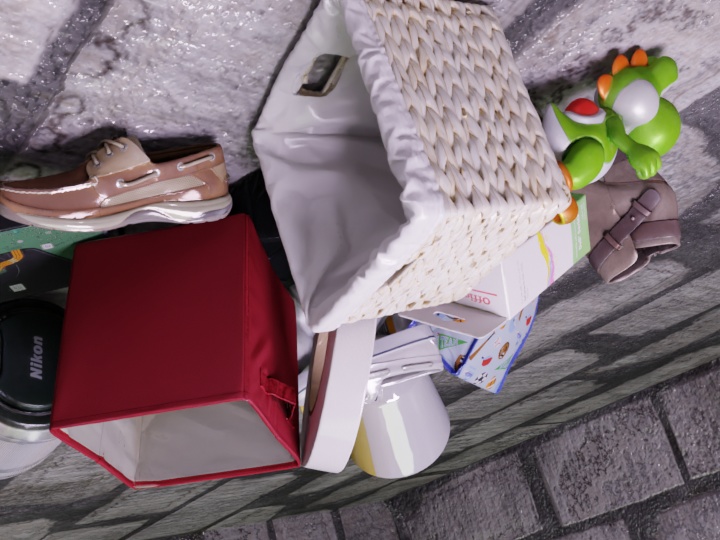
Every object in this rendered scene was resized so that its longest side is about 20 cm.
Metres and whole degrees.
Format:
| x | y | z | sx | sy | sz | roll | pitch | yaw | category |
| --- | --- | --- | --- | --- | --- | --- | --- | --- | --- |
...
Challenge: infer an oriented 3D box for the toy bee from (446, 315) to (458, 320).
| x | y | z | sx | sy | sz | roll | pitch | yaw | category |
| --- | --- | --- | --- | --- | --- | --- | --- | --- | --- |
| 0.055 | -0.044 | 0.912 | 0.128 | 0.110 | 0.202 | -12 | 132 | 1 | toy bee |

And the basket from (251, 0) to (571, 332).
| x | y | z | sx | sy | sz | roll | pitch | yaw | category |
| --- | --- | --- | --- | --- | --- | --- | --- | --- | --- |
| 0.032 | -0.083 | 0.647 | 0.158 | 0.203 | 0.198 | -5 | 156 | -30 | basket |

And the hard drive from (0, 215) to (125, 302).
| x | y | z | sx | sy | sz | roll | pitch | yaw | category |
| --- | --- | --- | --- | --- | --- | --- | --- | --- | --- |
| -0.324 | -0.019 | 0.758 | 0.196 | 0.038 | 0.140 | -13 | 158 | -7 | hard drive |

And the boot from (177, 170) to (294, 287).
| x | y | z | sx | sy | sz | roll | pitch | yaw | category |
| --- | --- | --- | --- | --- | --- | --- | --- | --- | --- |
| -0.084 | -0.034 | 0.850 | 0.195 | 0.075 | 0.162 | -24 | 159 | 17 | boot |

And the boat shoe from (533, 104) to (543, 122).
| x | y | z | sx | sy | sz | roll | pitch | yaw | category |
| --- | --- | --- | --- | --- | --- | --- | --- | --- | --- |
| 0.146 | -0.133 | 0.792 | 0.071 | 0.062 | 0.200 | -29 | 155 | 28 | boat shoe |

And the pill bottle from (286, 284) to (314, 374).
| x | y | z | sx | sy | sz | roll | pitch | yaw | category |
| --- | --- | --- | --- | --- | --- | --- | --- | --- | --- |
| -0.117 | 0.089 | 0.973 | 0.200 | 0.114 | 0.115 | -47 | 158 | -6 | pill bottle |

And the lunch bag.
| x | y | z | sx | sy | sz | roll | pitch | yaw | category |
| --- | --- | --- | --- | --- | --- | --- | --- | --- | --- |
| 0.170 | 0.047 | 1.128 | 0.202 | 0.123 | 0.169 | -60 | 149 | 1 | lunch bag |

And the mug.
| x | y | z | sx | sy | sz | roll | pitch | yaw | category |
| --- | --- | --- | --- | --- | --- | --- | --- | --- | --- |
| 0.020 | 0.177 | 1.080 | 0.184 | 0.150 | 0.155 | -26 | 132 | -10 | mug |

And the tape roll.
| x | y | z | sx | sy | sz | roll | pitch | yaw | category |
| --- | --- | --- | --- | --- | --- | --- | --- | --- | --- |
| -0.022 | 0.087 | 0.772 | 0.036 | 0.206 | 0.203 | 11 | 153 | -8 | tape roll |

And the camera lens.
| x | y | z | sx | sy | sz | roll | pitch | yaw | category |
| --- | --- | --- | --- | --- | --- | --- | --- | --- | --- |
| -0.391 | 0.135 | 0.909 | 0.158 | 0.163 | 0.199 | 3 | 151 | -39 | camera lens |

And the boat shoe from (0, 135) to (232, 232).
| x | y | z | sx | sy | sz | roll | pitch | yaw | category |
| --- | --- | --- | --- | --- | --- | --- | --- | --- | --- |
| -0.200 | -0.077 | 0.674 | 0.197 | 0.073 | 0.075 | -9 | -159 | -37 | boat shoe |

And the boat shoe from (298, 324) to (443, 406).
| x | y | z | sx | sy | sz | roll | pitch | yaw | category |
| --- | --- | --- | --- | --- | --- | --- | --- | --- | --- |
| 0.007 | 0.125 | 0.956 | 0.197 | 0.066 | 0.074 | -21 | 164 | -11 | boat shoe |

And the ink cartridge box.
| x | y | z | sx | sy | sz | roll | pitch | yaw | category |
| --- | --- | --- | --- | --- | --- | --- | --- | --- | --- |
| 0.132 | -0.017 | 0.821 | 0.116 | 0.068 | 0.199 | 13 | -145 | 42 | ink cartridge box |

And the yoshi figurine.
| x | y | z | sx | sy | sz | roll | pitch | yaw | category |
| --- | --- | --- | --- | --- | --- | --- | --- | --- | --- |
| 0.239 | -0.115 | 0.776 | 0.200 | 0.112 | 0.112 | -43 | 155 | -10 | yoshi figurine |

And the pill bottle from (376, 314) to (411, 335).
| x | y | z | sx | sy | sz | roll | pitch | yaw | category |
| --- | --- | --- | --- | --- | --- | --- | --- | --- | --- |
| 0.004 | 0.119 | 1.211 | 0.198 | 0.118 | 0.116 | -27 | 156 | 22 | pill bottle |

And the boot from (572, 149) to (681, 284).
| x | y | z | sx | sy | sz | roll | pitch | yaw | category |
| --- | --- | --- | --- | --- | --- | --- | --- | --- | --- |
| 0.268 | -0.054 | 0.951 | 0.198 | 0.149 | 0.070 | -31 | 156 | 33 | boot |

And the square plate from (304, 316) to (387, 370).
| x | y | z | sx | sy | sz | roll | pitch | yaw | category |
| --- | --- | --- | --- | --- | --- | --- | --- | --- | --- |
| -0.018 | 0.077 | 1.068 | 0.199 | 0.029 | 0.198 | -35 | -171 | 38 | square plate |

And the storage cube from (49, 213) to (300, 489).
| x | y | z | sx | sy | sz | roll | pitch | yaw | category |
| --- | --- | --- | --- | --- | --- | --- | --- | --- | --- |
| -0.157 | 0.080 | 0.754 | 0.196 | 0.183 | 0.172 | -10 | 148 | 7 | storage cube |
